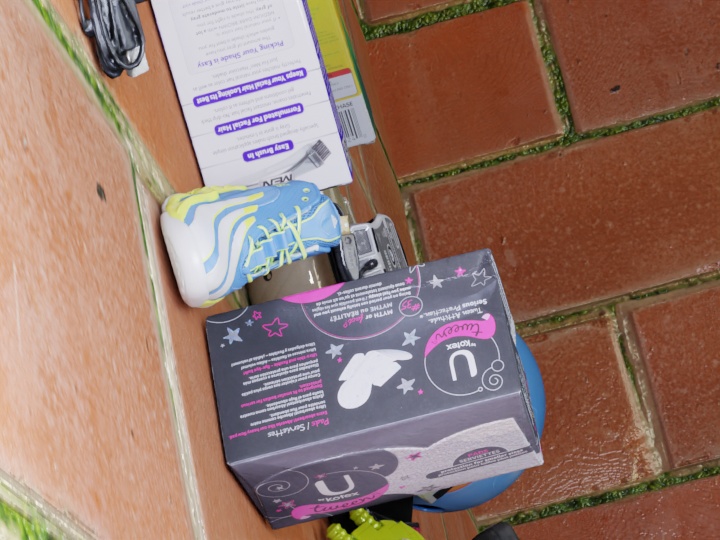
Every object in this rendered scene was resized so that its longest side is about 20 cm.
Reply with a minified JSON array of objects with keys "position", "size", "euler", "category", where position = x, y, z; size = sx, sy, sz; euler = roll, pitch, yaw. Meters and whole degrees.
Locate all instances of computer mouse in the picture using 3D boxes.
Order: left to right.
[{"position":[-0.147,-0.207,1.300],"size":[0.200,0.053,0.139],"euler":[-86,160,-74],"category":"computer mouse"},{"position":[0.000,0.000,1.586],"size":[0.200,0.044,0.110],"euler":[-17,87,-79],"category":"computer mouse"}]

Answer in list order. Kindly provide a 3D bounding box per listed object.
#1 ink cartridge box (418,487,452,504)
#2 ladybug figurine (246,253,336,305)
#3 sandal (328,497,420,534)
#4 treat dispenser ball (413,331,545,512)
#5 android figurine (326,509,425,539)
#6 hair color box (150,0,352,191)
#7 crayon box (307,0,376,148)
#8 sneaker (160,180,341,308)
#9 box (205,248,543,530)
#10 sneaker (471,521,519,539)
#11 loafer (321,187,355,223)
[{"position":[0.008,0.108,1.742],"size":[0.200,0.039,0.099],"euler":[51,0,12],"category":"ink cartridge box"},{"position":[-0.050,0.003,1.653],"size":[0.200,0.072,0.136],"euler":[-69,144,-80],"category":"ladybug figurine"},{"position":[0.023,0.235,1.755],"size":[0.045,0.075,0.200],"euler":[59,-8,35],"category":"sandal"},{"position":[0.075,0.128,1.935],"size":[0.201,0.200,0.202],"euler":[-15,90,-85],"category":"treat dispenser ball"},{"position":[0.051,0.273,1.643],"size":[0.200,0.041,0.182],"euler":[47,27,10],"category":"android figurine"},{"position":[-0.083,-0.151,1.523],"size":[0.065,0.109,0.201],"euler":[-87,162,-78],"category":"hair color box"},{"position":[-0.073,-0.179,1.608],"size":[0.051,0.126,0.200],"euler":[-98,172,-54],"category":"crayon box"},{"position":[-0.069,-0.029,1.351],"size":[0.200,0.105,0.076],"euler":[-80,154,-79],"category":"sneaker"},{"position":[0.012,0.085,1.380],"size":[0.132,0.199,0.115],"euler":[66,12,-60],"category":"box"},{"position":[0.073,0.301,1.832],"size":[0.075,0.115,0.200],"euler":[64,-28,27],"category":"sneaker"},{"position":[-0.046,-0.050,1.871],"size":[0.067,0.076,0.201],"euler":[59,8,-70],"category":"loafer"}]
